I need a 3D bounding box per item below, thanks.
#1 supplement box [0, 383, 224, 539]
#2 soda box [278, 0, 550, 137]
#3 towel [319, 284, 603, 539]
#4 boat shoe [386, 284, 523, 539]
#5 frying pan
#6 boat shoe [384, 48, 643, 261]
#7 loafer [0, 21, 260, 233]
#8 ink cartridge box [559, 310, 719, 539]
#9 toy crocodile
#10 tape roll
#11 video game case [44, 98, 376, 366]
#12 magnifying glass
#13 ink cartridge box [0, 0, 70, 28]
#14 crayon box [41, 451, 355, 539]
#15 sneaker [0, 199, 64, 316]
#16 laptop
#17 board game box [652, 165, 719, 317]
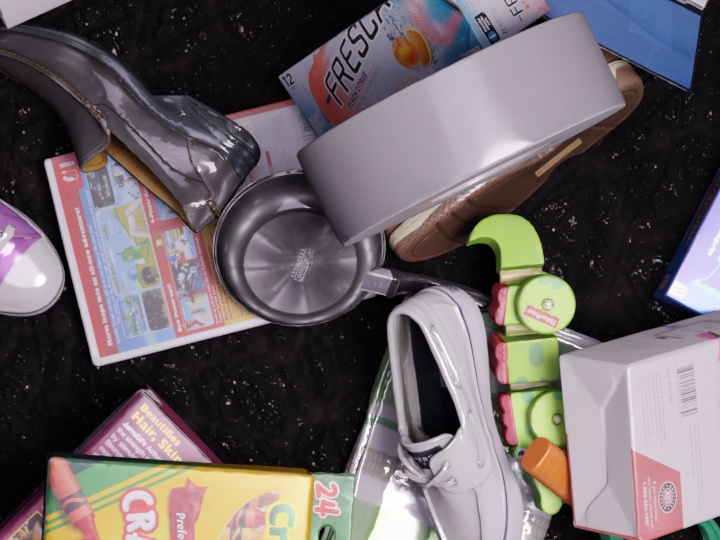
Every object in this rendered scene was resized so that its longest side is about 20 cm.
[{"bbox_3d":[-0.168,0.189,1.710,0.200,0.103,0.131,-44,94,-4],"label":"supplement box"},{"bbox_3d":[0.032,-0.146,1.686,0.068,0.200,0.064,-36,94,-36],"label":"soda box"},{"bbox_3d":[0.071,0.120,1.773,0.148,0.031,0.201,20,87,-4],"label":"towel"},{"bbox_3d":[0.052,0.113,1.712,0.065,0.073,0.201,-18,97,-50],"label":"boat shoe"},{"bbox_3d":[-0.013,0.011,1.730,0.190,0.031,0.115,39,109,-20],"label":"frying pan"},{"bbox_3d":[0.092,-0.088,1.768,0.202,0.075,0.075,-35,67,-3],"label":"boat shoe"},{"bbox_3d":[-0.167,-0.098,1.720,0.199,0.073,0.073,28,76,10],"label":"loafer"},{"bbox_3d":[0.226,0.094,1.710,0.199,0.067,0.117,-13,102,-37],"label":"ink cartridge box"},{"bbox_3d":[0.110,0.062,1.729,0.061,0.068,0.202,-6,96,-5],"label":"toy crocodile"},{"bbox_3d":[0.063,-0.087,1.622,0.199,0.200,0.066,-27,89,-6],"label":"tape roll"},{"bbox_3d":[-0.100,-0.029,1.765,0.199,0.017,0.144,-14,90,-6],"label":"video game case"},{"bbox_3d":[0.174,0.168,1.736,0.200,0.022,0.080,39,86,-38],"label":"magnifying glass"},{"bbox_3d":[-0.177,-0.270,1.710,0.199,0.083,0.147,-24,69,-5],"label":"ink cartridge box"},{"bbox_3d":[-0.102,0.183,1.642,0.198,0.051,0.128,3,90,-8],"label":"crayon box"},{"bbox_3d":[-0.280,-0.038,1.701,0.200,0.114,0.073,35,84,-5],"label":"sneaker"},{"bbox_3d":[0.170,-0.244,1.747,0.186,0.116,0.201,27,86,-5],"label":"laptop"},{"bbox_3d":[0.323,-0.002,1.792,0.199,0.045,0.153,28,87,-5],"label":"board game box"}]
